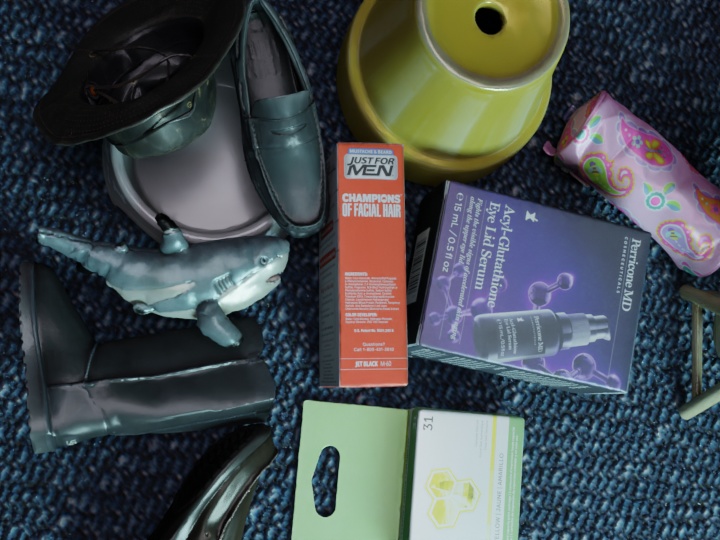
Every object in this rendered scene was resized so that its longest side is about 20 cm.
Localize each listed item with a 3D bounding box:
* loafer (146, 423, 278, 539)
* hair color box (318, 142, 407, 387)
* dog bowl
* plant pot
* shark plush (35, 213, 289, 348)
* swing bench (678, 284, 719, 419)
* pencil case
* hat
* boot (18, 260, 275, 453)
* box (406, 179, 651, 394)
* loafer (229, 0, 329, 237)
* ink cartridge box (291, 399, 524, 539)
[{"bbox_3d":[-0.130,0.221,0.796,0.071,0.073,0.201,40,81,-15],"label":"loafer"},{"bbox_3d":[0.000,0.000,0.818,0.063,0.111,0.203,0,84,-11],"label":"hair color box"},{"bbox_3d":[-0.133,-0.107,0.835,0.197,0.059,0.203,1,82,-10],"label":"dog bowl"},{"bbox_3d":[0.088,-0.190,0.818,0.198,0.189,0.204,1,84,-9],"label":"plant pot"},{"bbox_3d":[-0.163,-0.013,0.781,0.197,0.091,0.084,18,115,-7],"label":"shark plush"},{"bbox_3d":[0.422,0.074,0.839,0.196,0.200,0.132,4,83,-10],"label":"swing bench"},{"bbox_3d":[0.273,-0.083,0.894,0.199,0.087,0.088,38,78,-3],"label":"pencil case"},{"bbox_3d":[-0.159,-0.148,0.755,0.200,0.200,0.081,-43,132,-12],"label":"hat"},{"bbox_3d":[-0.182,0.060,0.799,0.197,0.066,0.167,-8,71,-15],"label":"boot"},{"bbox_3d":[0.143,0.020,0.845,0.197,0.104,0.150,12,81,-8],"label":"box"},{"bbox_3d":[-0.070,-0.128,0.782,0.067,0.070,0.203,-14,86,-11],"label":"loafer"},{"bbox_3d":[0.043,0.195,0.836,0.197,0.048,0.148,7,83,-12],"label":"ink cartridge box"}]
